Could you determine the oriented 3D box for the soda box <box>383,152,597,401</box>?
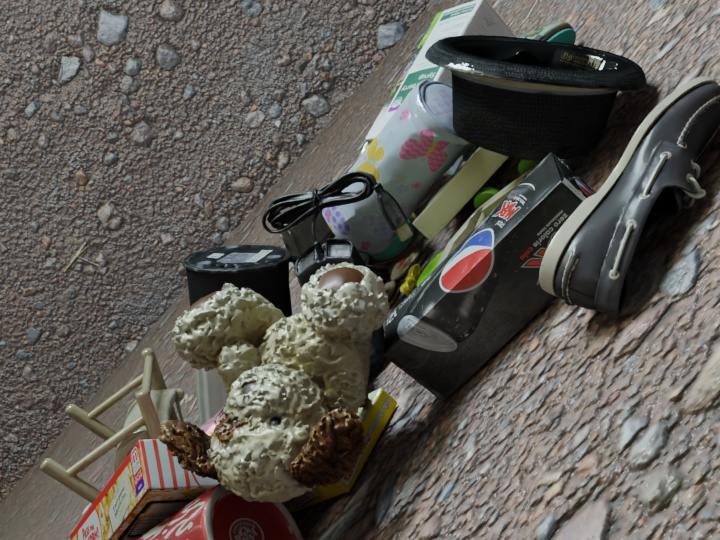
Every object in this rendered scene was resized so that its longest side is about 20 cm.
[{"bbox_3d":[0.106,0.007,0.846,0.200,0.071,0.063,-46,16,21],"label":"soda box"}]

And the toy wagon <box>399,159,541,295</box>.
[{"bbox_3d":[0.111,-0.023,1.003,0.200,0.040,0.156,-39,16,46],"label":"toy wagon"}]

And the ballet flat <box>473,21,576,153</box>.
[{"bbox_3d":[0.174,-0.222,1.277,0.071,0.069,0.201,31,83,35],"label":"ballet flat"}]

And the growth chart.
[{"bbox_3d":[-0.021,-0.084,1.248,0.200,0.018,0.145,-48,-17,-17],"label":"growth chart"}]

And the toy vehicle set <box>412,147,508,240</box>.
[{"bbox_3d":[0.119,-0.103,1.142,0.124,0.026,0.200,-48,0,17],"label":"toy vehicle set"}]

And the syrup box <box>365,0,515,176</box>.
[{"bbox_3d":[0.095,-0.202,1.214,0.078,0.081,0.201,-4,50,53],"label":"syrup box"}]

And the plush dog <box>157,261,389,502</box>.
[{"bbox_3d":[-0.059,0.108,0.851,0.199,0.161,0.172,-9,37,31],"label":"plush dog"}]

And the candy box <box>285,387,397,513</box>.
[{"bbox_3d":[-0.046,0.179,0.998,0.200,0.026,0.102,-35,16,52],"label":"candy box"}]

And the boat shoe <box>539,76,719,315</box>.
[{"bbox_3d":[0.205,-0.049,0.740,0.063,0.073,0.200,31,72,35],"label":"boat shoe"}]

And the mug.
[{"bbox_3d":[-0.144,0.254,0.893,0.200,0.133,0.178,-40,17,27],"label":"mug"}]

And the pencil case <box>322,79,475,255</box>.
[{"bbox_3d":[0.044,-0.104,1.111,0.200,0.090,0.084,-48,46,36],"label":"pencil case"}]

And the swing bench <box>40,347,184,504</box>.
[{"bbox_3d":[-0.222,0.217,1.161,0.129,0.201,0.199,-35,13,-2],"label":"swing bench"}]

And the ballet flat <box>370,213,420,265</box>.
[{"bbox_3d":[0.015,-0.037,1.275,0.200,0.071,0.071,-36,18,48],"label":"ballet flat"}]

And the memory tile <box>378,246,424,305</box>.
[{"bbox_3d":[0.003,0.033,1.282,0.154,0.017,0.200,-53,12,-11],"label":"memory tile"}]

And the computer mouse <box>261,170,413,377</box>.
[{"bbox_3d":[0.000,0.000,1.070,0.140,0.201,0.046,-24,0,21],"label":"computer mouse"}]

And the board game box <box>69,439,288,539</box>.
[{"bbox_3d":[-0.154,0.212,0.952,0.200,0.151,0.047,-49,48,43],"label":"board game box"}]

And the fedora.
[{"bbox_3d":[0.154,-0.153,0.976,0.201,0.199,0.092,-83,-2,-69],"label":"fedora"}]

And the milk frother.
[{"bbox_3d":[-0.077,0.072,1.168,0.199,0.190,0.180,7,18,34],"label":"milk frother"}]

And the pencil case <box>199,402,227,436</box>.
[{"bbox_3d":[-0.085,0.130,1.039,0.200,0.083,0.087,-45,37,12],"label":"pencil case"}]
